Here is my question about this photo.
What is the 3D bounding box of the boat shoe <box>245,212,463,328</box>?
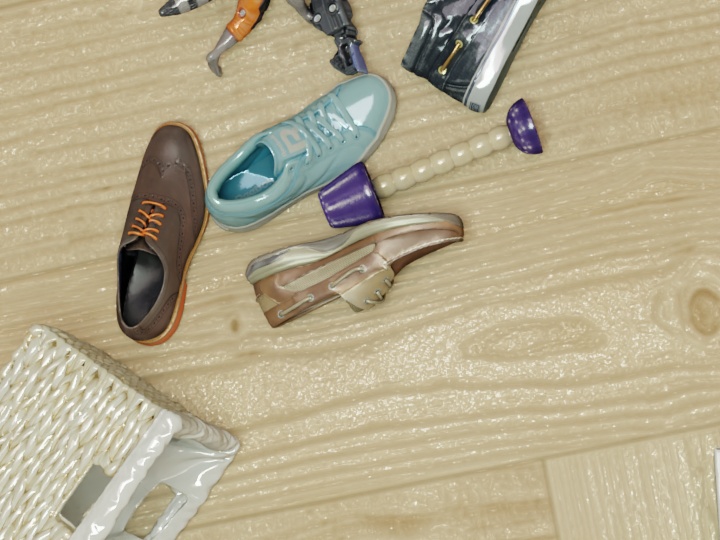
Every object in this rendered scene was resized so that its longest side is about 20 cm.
[{"bbox_3d":[0.000,0.000,1.781,0.198,0.076,0.073,-17,84,15],"label":"boat shoe"}]

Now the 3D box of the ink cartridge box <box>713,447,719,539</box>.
[{"bbox_3d":[0.313,0.241,1.645,0.044,0.176,0.202,-4,81,8],"label":"ink cartridge box"}]

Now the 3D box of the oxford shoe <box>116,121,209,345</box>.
[{"bbox_3d":[-0.177,-0.036,1.807,0.070,0.073,0.202,4,83,10],"label":"oxford shoe"}]

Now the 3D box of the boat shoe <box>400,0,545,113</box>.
[{"bbox_3d":[0.114,-0.246,1.792,0.090,0.071,0.202,28,89,7],"label":"boat shoe"}]

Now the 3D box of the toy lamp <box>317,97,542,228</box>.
[{"bbox_3d":[0.060,-0.089,1.790,0.198,0.058,0.059,-20,80,3],"label":"toy lamp"}]

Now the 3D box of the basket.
[{"bbox_3d":[-0.235,0.172,1.730,0.160,0.200,0.199,35,88,17],"label":"basket"}]

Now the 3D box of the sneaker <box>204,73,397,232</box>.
[{"bbox_3d":[-0.052,-0.105,1.793,0.200,0.082,0.074,-40,80,0],"label":"sneaker"}]

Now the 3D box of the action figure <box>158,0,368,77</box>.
[{"bbox_3d":[-0.073,-0.252,1.805,0.193,0.104,0.201,-32,71,17],"label":"action figure"}]
